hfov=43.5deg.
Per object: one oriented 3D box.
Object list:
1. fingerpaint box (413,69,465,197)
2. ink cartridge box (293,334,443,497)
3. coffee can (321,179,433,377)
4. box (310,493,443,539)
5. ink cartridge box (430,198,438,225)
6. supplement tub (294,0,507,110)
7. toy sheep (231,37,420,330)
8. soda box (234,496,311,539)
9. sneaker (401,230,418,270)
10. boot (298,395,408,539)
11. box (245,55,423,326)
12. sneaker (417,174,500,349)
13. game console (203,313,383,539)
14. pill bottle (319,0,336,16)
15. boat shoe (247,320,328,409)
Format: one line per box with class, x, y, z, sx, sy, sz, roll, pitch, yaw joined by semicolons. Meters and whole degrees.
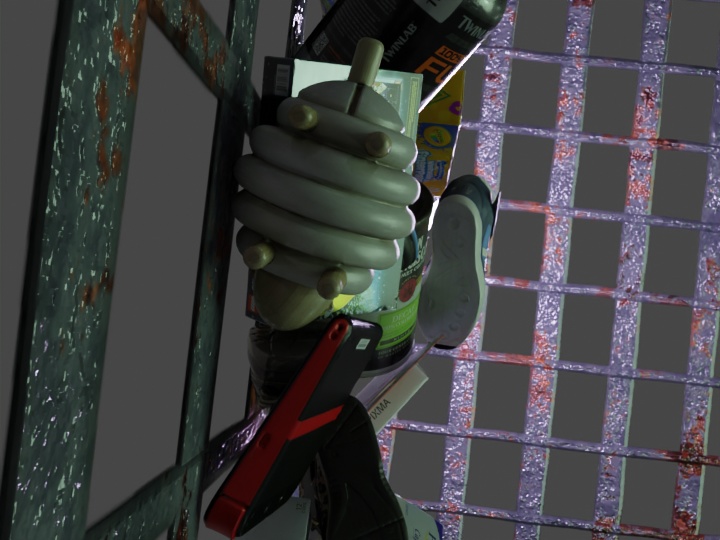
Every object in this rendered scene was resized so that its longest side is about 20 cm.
fingerpaint box;0.028;-0.162;1.049;0.200;0.167;0.073;87;10;-72
ink cartridge box;0.011;0.171;1.055;0.200;0.044;0.174;-41;-179;-36
coffee can;0.000;0.000;1.032;0.146;0.146;0.200;-80;176;-55
box;-0.019;0.352;0.926;0.200;0.105;0.184;-43;-160;28
ink cartridge box;0.025;-0.036;1.374;0.200;0.043;0.196;-41;172;-7
supplement tub;0.042;-0.219;0.793;0.200;0.122;0.123;-47;-163;27
toy sheep;-0.021;-0.054;0.593;0.138;0.138;0.200;-68;-179;-82
soda box;-0.085;0.291;0.747;0.068;0.064;0.200;94;2;-54
sneaker;-0.019;-0.038;0.810;0.200;0.071;0.083;27;78;-52
boot;-0.013;0.229;0.840;0.151;0.073;0.200;112;-35;-65
box;-0.020;-0.062;0.716;0.136;0.038;0.200;-5;106;-44
sneaker;0.127;-0.018;1.110;0.146;0.080;0.200;-48;144;-62
game console;-0.045;0.113;0.694;0.177;0.031;0.200;-61;171;0
pill bottle;0.010;-0.315;0.875;0.200;0.112;0.112;86;11;-74
boat shoe;-0.056;0.084;0.772;0.200;0.074;0.073;-27;123;-86
